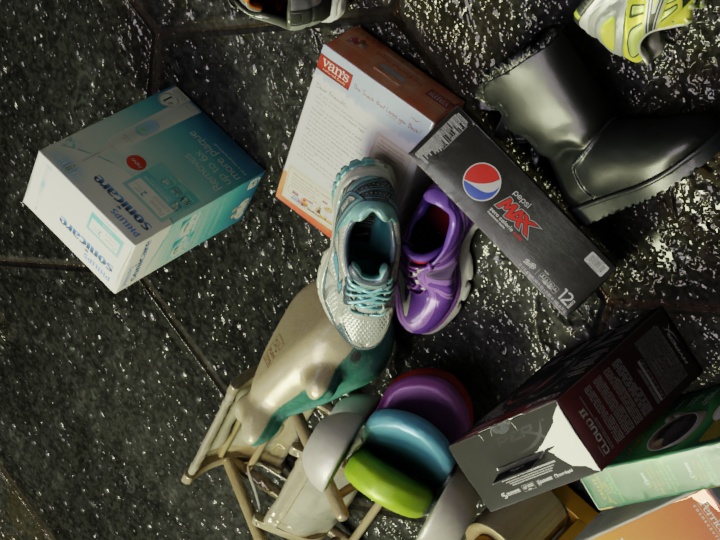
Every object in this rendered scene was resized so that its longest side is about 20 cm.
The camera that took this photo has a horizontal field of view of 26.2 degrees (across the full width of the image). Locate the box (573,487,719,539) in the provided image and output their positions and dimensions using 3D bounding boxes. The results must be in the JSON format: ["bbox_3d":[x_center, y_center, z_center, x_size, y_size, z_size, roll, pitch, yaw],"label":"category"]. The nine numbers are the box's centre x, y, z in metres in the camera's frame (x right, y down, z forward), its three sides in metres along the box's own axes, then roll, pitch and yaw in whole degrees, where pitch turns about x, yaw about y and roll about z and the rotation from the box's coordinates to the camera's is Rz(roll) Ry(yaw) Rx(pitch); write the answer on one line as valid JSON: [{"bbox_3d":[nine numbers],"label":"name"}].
[{"bbox_3d":[0.313,0.258,1.400,0.152,0.106,0.200,53,139,3],"label":"box"}]

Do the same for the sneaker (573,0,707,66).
[{"bbox_3d":[0.244,-0.235,1.189,0.076,0.075,0.200,43,148,3],"label":"sneaker"}]

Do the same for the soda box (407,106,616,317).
[{"bbox_3d":[0.135,-0.052,1.362,0.063,0.071,0.200,-44,85,8],"label":"soda box"}]

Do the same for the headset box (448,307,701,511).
[{"bbox_3d":[0.185,0.128,1.368,0.149,0.200,0.075,-32,92,47],"label":"headset box"}]

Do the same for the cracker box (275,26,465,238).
[{"bbox_3d":[0.006,-0.115,1.487,0.134,0.058,0.200,38,136,17],"label":"cracker box"}]

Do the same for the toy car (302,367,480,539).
[{"bbox_3d":[0.051,0.170,1.531,0.175,0.200,0.150,31,102,6],"label":"toy car"}]

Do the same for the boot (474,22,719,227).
[{"bbox_3d":[0.195,-0.132,1.285,0.163,0.073,0.198,55,146,-5],"label":"boot"}]

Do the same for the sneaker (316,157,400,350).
[{"bbox_3d":[0.000,0.000,1.442,0.078,0.086,0.200,-4,124,-5],"label":"sneaker"}]

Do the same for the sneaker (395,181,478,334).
[{"bbox_3d":[0.061,-0.016,1.480,0.081,0.083,0.200,33,134,23],"label":"sneaker"}]

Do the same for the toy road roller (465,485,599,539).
[{"bbox_3d":[0.191,0.317,1.545,0.200,0.123,0.146,43,148,13],"label":"toy road roller"}]

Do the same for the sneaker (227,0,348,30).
[{"bbox_3d":[-0.108,-0.284,1.471,0.200,0.079,0.074,29,133,29],"label":"sneaker"}]

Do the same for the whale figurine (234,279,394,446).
[{"bbox_3d":[-0.044,0.100,1.590,0.104,0.200,0.159,35,-172,-25],"label":"whale figurine"}]

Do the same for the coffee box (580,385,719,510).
[{"bbox_3d":[0.297,0.144,1.335,0.200,0.123,0.044,-23,102,46],"label":"coffee box"}]

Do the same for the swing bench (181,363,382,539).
[{"bbox_3d":[-0.073,0.222,1.726,0.200,0.130,0.199,48,139,16],"label":"swing bench"}]

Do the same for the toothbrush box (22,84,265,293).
[{"bbox_3d":[-0.224,-0.088,1.612,0.146,0.200,0.085,44,137,14],"label":"toothbrush box"}]
